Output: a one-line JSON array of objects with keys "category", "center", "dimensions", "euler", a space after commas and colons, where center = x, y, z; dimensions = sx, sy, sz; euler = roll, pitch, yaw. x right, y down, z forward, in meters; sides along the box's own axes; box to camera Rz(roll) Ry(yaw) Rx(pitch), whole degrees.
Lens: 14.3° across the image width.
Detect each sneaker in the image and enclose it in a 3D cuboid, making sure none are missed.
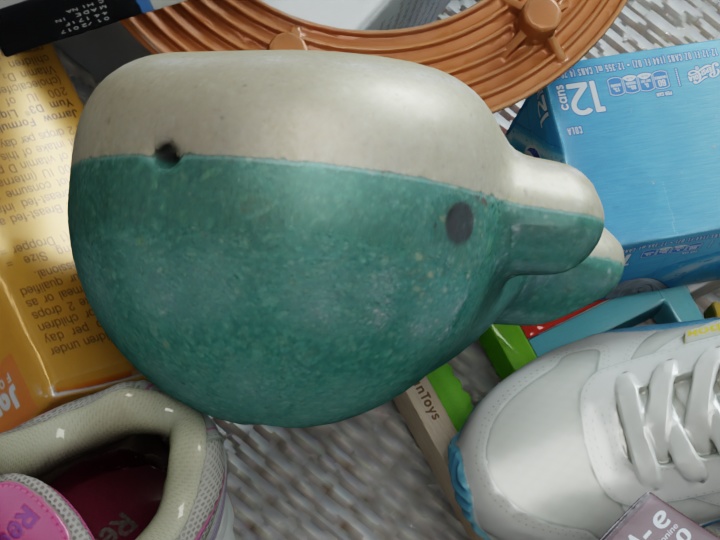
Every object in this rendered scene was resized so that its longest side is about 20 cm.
[{"category": "sneaker", "center": [0.126, 0.043, 0.933], "dimensions": [0.199, 0.081, 0.077], "euler": [-12, 76, -12]}, {"category": "sneaker", "center": [-0.110, 0.097, 0.810], "dimensions": [0.081, 0.088, 0.200], "euler": [34, 58, 13]}]

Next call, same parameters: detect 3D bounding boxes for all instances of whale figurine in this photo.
[{"category": "whale figurine", "center": [0.000, 0.000, 0.843], "dimensions": [0.159, 0.200, 0.104], "euler": [2, 80, 32]}]

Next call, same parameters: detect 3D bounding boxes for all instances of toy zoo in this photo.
[{"category": "toy zoo", "center": [0.101, 0.006, 0.995], "dimensions": [0.200, 0.020, 0.131], "euler": [-26, 77, -16]}]

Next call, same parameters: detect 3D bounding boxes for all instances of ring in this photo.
[{"category": "ring", "center": [0.000, -0.138, 0.916], "dimensions": [0.200, 0.019, 0.201], "euler": [3, 70, -9]}]

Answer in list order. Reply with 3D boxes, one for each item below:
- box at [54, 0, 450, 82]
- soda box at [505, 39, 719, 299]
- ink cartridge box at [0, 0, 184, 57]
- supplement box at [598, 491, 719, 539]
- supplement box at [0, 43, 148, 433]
[{"category": "box", "center": [-0.024, -0.152, 0.984], "dimensions": [0.152, 0.106, 0.200], "euler": [40, 70, 5]}, {"category": "soda box", "center": [0.156, -0.042, 0.974], "dimensions": [0.199, 0.064, 0.068], "euler": [-9, 73, -12]}, {"category": "ink cartridge box", "center": [-0.087, -0.168, 0.888], "dimensions": [0.099, 0.039, 0.200], "euler": [-17, 62, 5]}, {"category": "supplement box", "center": [0.139, 0.171, 0.876], "dimensions": [0.200, 0.109, 0.061], "euler": [34, 41, 14]}, {"category": "supplement box", "center": [-0.129, -0.037, 0.902], "dimensions": [0.069, 0.067, 0.200], "euler": [-17, 71, -43]}]
